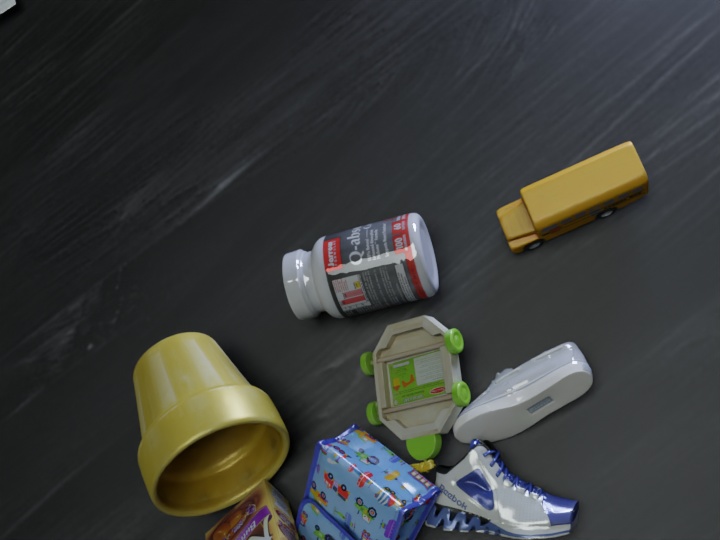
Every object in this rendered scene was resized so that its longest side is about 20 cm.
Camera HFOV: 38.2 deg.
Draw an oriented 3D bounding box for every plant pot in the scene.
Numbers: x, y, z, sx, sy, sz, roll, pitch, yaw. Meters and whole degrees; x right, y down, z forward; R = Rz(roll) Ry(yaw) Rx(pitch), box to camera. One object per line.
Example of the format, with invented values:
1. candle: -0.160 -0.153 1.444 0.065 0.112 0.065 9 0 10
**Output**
1. plant pot: -0.221 0.197 1.414 0.200 0.201 0.190 -37 55 5

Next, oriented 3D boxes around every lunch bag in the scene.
1. lunch bag: -0.008 0.333 1.359 0.150 0.093 0.203 33 116 27

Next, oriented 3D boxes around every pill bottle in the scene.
1. pill bottle: 0.000 0.000 1.425 0.197 0.116 0.118 -14 74 12

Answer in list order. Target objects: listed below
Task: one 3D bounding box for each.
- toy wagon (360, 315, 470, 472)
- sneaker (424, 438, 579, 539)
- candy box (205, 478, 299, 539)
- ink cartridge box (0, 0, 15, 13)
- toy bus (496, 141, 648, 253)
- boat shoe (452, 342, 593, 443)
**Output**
1. toy wagon: 0.076 0.167 1.384 0.153 0.039 0.204 -18 72 35
2. sneaker: 0.177 0.275 1.323 0.196 0.080 0.117 0 87 17
3. candy box: -0.136 0.371 1.345 0.117 0.200 0.056 -43 114 3
4. ink cartridge box: -0.676 -0.494 1.779 0.160 0.050 0.202 -28 80 8
5. toy bus: 0.280 -0.095 1.385 0.197 0.078 0.066 -24 72 10
6. boat shoe: 0.205 0.157 1.359 0.199 0.072 0.069 -35 39 20
